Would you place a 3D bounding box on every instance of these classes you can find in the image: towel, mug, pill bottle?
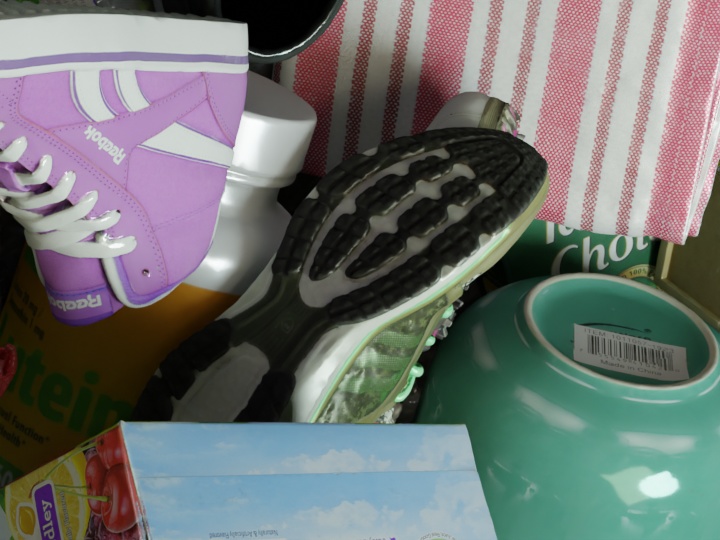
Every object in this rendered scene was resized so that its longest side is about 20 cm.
[{"bbox_3d":[0.062,-0.097,0.936,0.198,0.030,0.148,10,111,2],"label":"towel"},{"bbox_3d":[0.111,0.068,0.964,0.184,0.152,0.115,-18,132,-40],"label":"mug"},{"bbox_3d":[-0.089,0.015,0.904,0.110,0.111,0.201,11,107,-31],"label":"pill bottle"}]

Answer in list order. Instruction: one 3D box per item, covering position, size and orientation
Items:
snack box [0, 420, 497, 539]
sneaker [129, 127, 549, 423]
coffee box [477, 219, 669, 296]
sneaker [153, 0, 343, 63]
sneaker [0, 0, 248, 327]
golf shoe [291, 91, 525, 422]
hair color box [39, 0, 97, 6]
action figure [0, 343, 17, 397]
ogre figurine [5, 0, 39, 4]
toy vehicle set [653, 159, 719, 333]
[{"bbox_3d":[-0.078,0.114,0.762,0.199,0.068,0.168,-28,159,39],"label":"snack box"},{"bbox_3d":[-0.001,0.026,0.862,0.200,0.077,0.089,-42,145,-1],"label":"sneaker"},{"bbox_3d":[0.116,-0.005,1.044,0.122,0.044,0.201,-25,122,-14],"label":"coffee box"},{"bbox_3d":[-0.032,-0.172,0.852,0.070,0.099,0.202,0,112,-26],"label":"sneaker"},{"bbox_3d":[-0.106,-0.035,0.750,0.200,0.072,0.115,-2,102,-55],"label":"sneaker"},{"bbox_3d":[0.000,0.000,0.932,0.092,0.073,0.201,28,125,-1],"label":"golf shoe"},{"bbox_3d":[-0.203,-0.086,0.824,0.199,0.065,0.110,-29,122,-15],"label":"hair color box"},{"bbox_3d":[-0.172,0.031,0.814,0.099,0.200,0.065,-48,126,-3],"label":"action figure"},{"bbox_3d":[-0.201,-0.059,0.740,0.200,0.098,0.120,-43,122,-5],"label":"ogre figurine"},{"bbox_3d":[0.190,-0.053,0.942,0.026,0.124,0.201,-12,126,-31],"label":"toy vehicle set"}]
